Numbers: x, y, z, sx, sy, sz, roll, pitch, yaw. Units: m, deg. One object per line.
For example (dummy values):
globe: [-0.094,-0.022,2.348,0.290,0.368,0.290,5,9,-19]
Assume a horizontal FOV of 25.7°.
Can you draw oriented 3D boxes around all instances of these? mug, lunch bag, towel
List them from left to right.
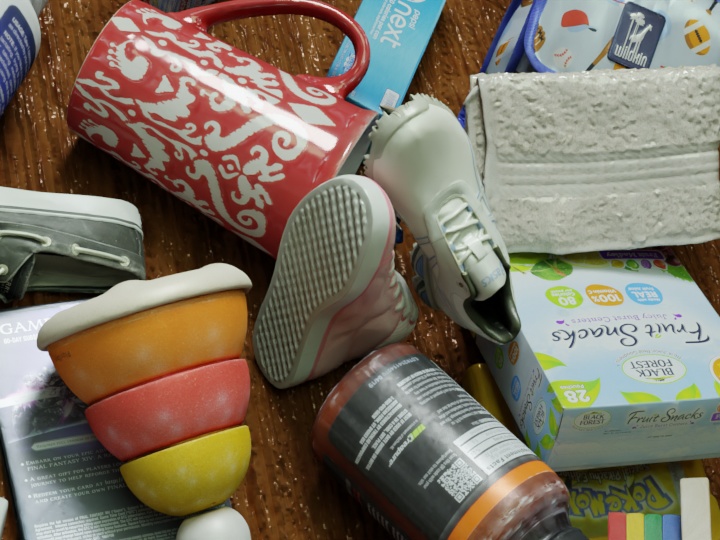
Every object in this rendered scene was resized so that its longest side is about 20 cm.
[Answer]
mug: [-0.095,-0.118,1.170,0.199,0.134,0.178,28,56,3]
towel: [0.172,-0.082,1.155,0.198,0.034,0.134,-4,104,-7]
lunch bag: [0.183,-0.145,1.225,0.168,0.201,0.124,19,32,-10]

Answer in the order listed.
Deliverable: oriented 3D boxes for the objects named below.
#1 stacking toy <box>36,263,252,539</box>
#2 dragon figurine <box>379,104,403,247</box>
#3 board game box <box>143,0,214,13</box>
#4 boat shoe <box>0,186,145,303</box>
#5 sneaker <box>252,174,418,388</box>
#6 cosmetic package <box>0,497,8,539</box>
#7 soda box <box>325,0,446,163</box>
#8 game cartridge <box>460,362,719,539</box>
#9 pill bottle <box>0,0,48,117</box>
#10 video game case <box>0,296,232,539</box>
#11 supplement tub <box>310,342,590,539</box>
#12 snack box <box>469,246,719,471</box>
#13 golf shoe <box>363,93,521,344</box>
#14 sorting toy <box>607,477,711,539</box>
stacking toy: [-0.118,0.107,1.026,0.145,0.146,0.202,-14,85,-26]
dragon figurine: [0.021,-0.058,1.130,0.059,0.200,0.100,36,89,5]
board game box: [-0.147,-0.298,1.293,0.199,0.062,0.201,32,54,1]
boat shoe: [-0.243,-0.015,1.085,0.198,0.071,0.064,0,59,-22]
sneaker: [0.000,0.000,1.092,0.104,0.201,0.076,-15,59,-33]
cosmetic package: [-0.315,0.209,0.868,0.198,0.165,0.166,15,56,-12]
soda box: [0.020,-0.187,1.284,0.064,0.068,0.201,26,55,-4]
game cartridge: [0.177,0.159,1.158,0.174,0.033,0.202,-2,60,-21]
pill bottle: [-0.296,-0.157,1.120,0.119,0.120,0.201,25,55,-4]
video game case: [-0.172,0.111,1.068,0.141,0.019,0.202,-7,63,-24]
supplement tub: [0.065,0.147,1.051,0.106,0.108,0.200,-29,57,-31]
snack box: [0.178,0.051,1.158,0.167,0.068,0.201,-3,40,-20]
golf shoe: [0.068,-0.030,1.057,0.078,0.201,0.097,-36,47,-9]
sorting toy: [0.190,0.271,0.997,0.069,0.201,0.200,-2,43,11]
